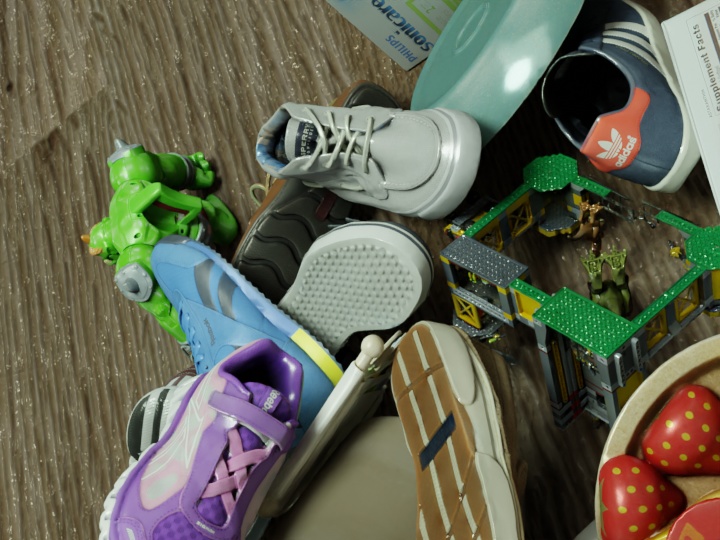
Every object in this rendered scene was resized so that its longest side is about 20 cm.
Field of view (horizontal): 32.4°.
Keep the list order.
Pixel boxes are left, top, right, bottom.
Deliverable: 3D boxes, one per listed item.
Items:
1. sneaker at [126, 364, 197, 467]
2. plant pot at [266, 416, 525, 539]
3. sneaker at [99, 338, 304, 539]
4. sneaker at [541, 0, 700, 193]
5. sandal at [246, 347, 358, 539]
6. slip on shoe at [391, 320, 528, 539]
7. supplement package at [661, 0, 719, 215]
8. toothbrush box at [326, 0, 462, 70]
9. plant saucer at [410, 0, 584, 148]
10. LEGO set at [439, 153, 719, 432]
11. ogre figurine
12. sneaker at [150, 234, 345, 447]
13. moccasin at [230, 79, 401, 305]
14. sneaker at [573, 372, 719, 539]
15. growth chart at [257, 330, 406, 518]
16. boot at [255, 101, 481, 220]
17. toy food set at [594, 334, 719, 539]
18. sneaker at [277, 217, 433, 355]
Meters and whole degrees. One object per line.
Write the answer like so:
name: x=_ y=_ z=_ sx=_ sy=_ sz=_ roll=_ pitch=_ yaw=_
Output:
sneaker: x=-0.134 y=0.161 z=0.936 sx=0.075 sy=0.116 sz=0.202 roll=18 pitch=114 yaw=6
plant pot: x=0.017 y=0.190 z=0.735 sx=0.198 sy=0.200 sz=0.175 roll=-2 pitch=52 yaw=37
sneaker: x=-0.077 y=0.106 z=0.688 sx=0.088 sy=0.080 sz=0.201 roll=-42 pitch=17 yaw=29
sneaker: x=0.151 y=-0.129 z=0.800 sx=0.201 sy=0.084 sz=0.075 roll=-105 pitch=33 yaw=-54
sandal: x=-0.070 y=0.136 z=0.888 sx=0.201 sy=0.045 sz=0.075 roll=-59 pitch=11 yaw=-6
slip on shoe: x=0.064 y=0.115 z=0.665 sx=0.076 sy=0.060 sz=0.201 roll=-54 pitch=32 yaw=34
supplement package: x=0.294 y=-0.085 z=0.654 sx=0.199 sy=0.151 sz=0.152 roll=-25 pitch=56 yaw=27
toothbrush box: x=0.065 y=-0.264 z=0.920 sx=0.199 sy=0.145 sz=0.087 roll=-30 pitch=54 yaw=23
plant saucer: x=0.089 y=-0.159 z=0.856 sx=0.201 sy=0.036 sz=0.201 roll=-53 pitch=16 yaw=22
LEGO set: x=0.145 y=0.028 z=0.772 sx=0.199 sy=0.117 sz=0.154 roll=22 pitch=55 yaw=38
ogre figurine: x=-0.153 y=-0.028 z=0.996 sx=0.097 sy=0.120 sz=0.202 roll=-9 pitch=64 yaw=34
sneaker: x=-0.097 y=0.048 z=0.863 sx=0.078 sy=0.066 sz=0.200 roll=-41 pitch=59 yaw=-18
moccasin: x=-0.043 y=-0.056 z=0.955 sx=0.203 sy=0.073 sz=0.078 roll=-64 pitch=17 yaw=-8
sneaker: x=0.184 y=0.145 z=0.700 sx=0.088 sy=0.075 sz=0.201 roll=37 pitch=100 yaw=29
growth chart: x=-0.012 y=0.100 z=0.803 sx=0.018 sy=0.200 sz=0.145 roll=34 pitch=87 yaw=9
boot: x=-0.004 y=-0.075 z=0.817 sx=0.200 sy=0.095 sz=0.074 roll=180 pitch=98 yaw=-66
toy food set: x=0.221 y=0.126 z=0.635 sx=0.199 sy=0.049 sz=0.199 roll=-33 pitch=81 yaw=9
sneaker: x=0.000 y=0.000 z=0.848 sx=0.080 sy=0.078 sz=0.200 roll=-50 pitch=8 yaw=-31
